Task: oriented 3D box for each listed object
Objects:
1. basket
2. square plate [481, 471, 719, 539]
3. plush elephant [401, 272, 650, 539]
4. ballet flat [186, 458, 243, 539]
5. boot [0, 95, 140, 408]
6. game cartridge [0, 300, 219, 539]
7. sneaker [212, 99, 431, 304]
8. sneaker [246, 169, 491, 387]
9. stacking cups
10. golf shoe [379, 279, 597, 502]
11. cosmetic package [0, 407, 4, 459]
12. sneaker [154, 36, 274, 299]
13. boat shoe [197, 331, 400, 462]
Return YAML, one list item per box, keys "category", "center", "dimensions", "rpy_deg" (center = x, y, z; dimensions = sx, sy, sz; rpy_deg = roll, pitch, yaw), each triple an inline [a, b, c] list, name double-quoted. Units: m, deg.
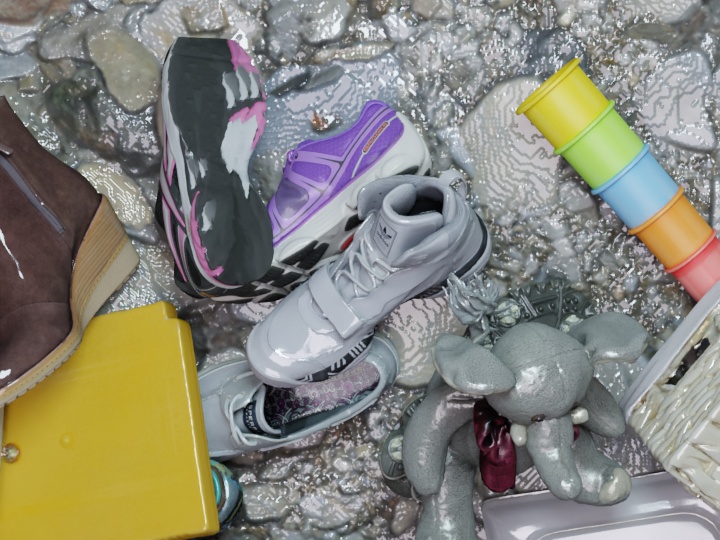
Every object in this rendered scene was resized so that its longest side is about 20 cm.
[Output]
- category: "basket"
  center: [0.300, 0.121, 1.440]
  dimensions: [0.200, 0.123, 0.136]
  rpy_deg: [36, 103, -13]
- category: "square plate"
  center: [0.203, 0.253, 1.544]
  dimensions: [0.198, 0.028, 0.200]
  rpy_deg: [-10, 98, 10]
- category: "plush elephant"
  center: [0.111, 0.094, 1.389]
  dimensions: [0.165, 0.155, 0.200]
  rpy_deg: [-13, 91, -14]
- category: "ballet flat"
  center: [-0.177, 0.192, 1.562]
  dimensions: [0.200, 0.074, 0.074]
  rpy_deg: [-15, 98, 17]
- category: "boot"
  center: [-0.259, -0.011, 1.482]
  dimensions: [0.072, 0.200, 0.166]
  rpy_deg: [-26, 111, 44]
- category: "game cartridge"
  center: [-0.209, 0.127, 1.535]
  dimensions: [0.200, 0.032, 0.177]
  rpy_deg: [-13, 76, 15]
- category: "sneaker"
  center: [-0.038, -0.047, 1.513]
  dimensions: [0.200, 0.081, 0.083]
  rpy_deg: [-38, 67, 14]
- category: "sneaker"
  center: [0.000, 0.000, 1.459]
  dimensions: [0.200, 0.115, 0.075]
  rpy_deg: [-32, 65, -8]
- category: "stacking cups"
  center: [0.195, -0.056, 1.475]
  dimensions: [0.060, 0.061, 0.200]
  rpy_deg: [-40, 93, 12]
- category: "golf shoe"
  center: [0.085, 0.083, 1.510]
  dimensions: [0.200, 0.088, 0.077]
  rpy_deg: [-43, 89, -11]
- category: "cosmetic package"
  center: [-0.319, 0.084, 1.523]
  dimensions: [0.103, 0.073, 0.200]
  rpy_deg: [-2, 83, 24]
- category: "sneaker"
  center: [-0.120, -0.072, 1.487]
  dimensions: [0.080, 0.086, 0.200]
  rpy_deg: [11, 63, -30]
- category: "boat shoe"
  center: [-0.069, 0.096, 1.530]
  dimensions: [0.201, 0.072, 0.070]
  rpy_deg: [-21, 96, 10]
